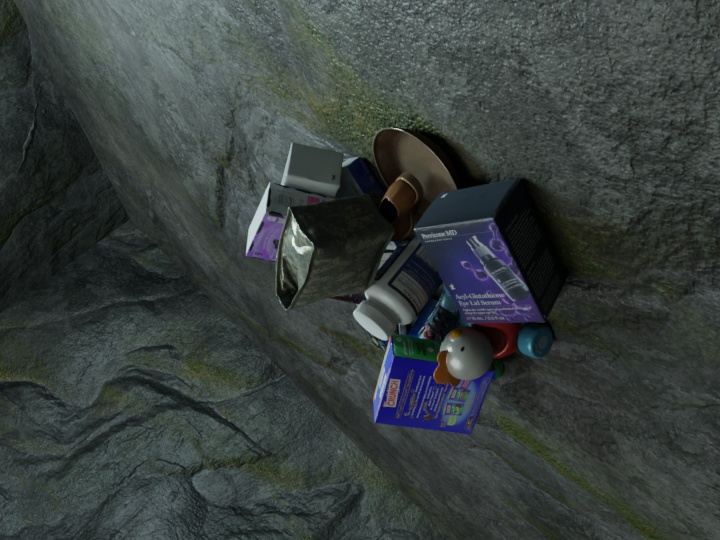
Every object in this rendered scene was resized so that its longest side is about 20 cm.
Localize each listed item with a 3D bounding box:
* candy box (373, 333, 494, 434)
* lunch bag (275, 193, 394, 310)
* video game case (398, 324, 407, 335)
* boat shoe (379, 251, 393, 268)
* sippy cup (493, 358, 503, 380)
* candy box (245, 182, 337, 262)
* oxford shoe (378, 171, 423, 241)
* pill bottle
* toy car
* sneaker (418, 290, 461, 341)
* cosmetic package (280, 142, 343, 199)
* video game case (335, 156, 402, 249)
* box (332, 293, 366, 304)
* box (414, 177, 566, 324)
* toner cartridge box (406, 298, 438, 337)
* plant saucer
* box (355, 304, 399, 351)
[{"bbox_3d":[0.137,0.223,1.321,0.077,0.200,0.169,-97,18,-59],"label":"candy box"},{"bbox_3d":[-0.055,-0.021,1.179,0.118,0.164,0.200,56,143,31],"label":"lunch bag"},{"bbox_3d":[0.100,0.104,1.502,0.019,0.143,0.200,3,147,7],"label":"video game case"},{"bbox_3d":[0.000,0.000,1.450,0.072,0.200,0.069,-21,-75,-83],"label":"boat shoe"},{"bbox_3d":[0.214,0.217,1.458,0.140,0.130,0.178,38,157,26],"label":"sippy cup"},{"bbox_3d":[-0.104,-0.075,1.313,0.200,0.072,0.168,12,149,-17],"label":"candy box"},{"bbox_3d":[0.055,-0.099,1.206,0.071,0.071,0.200,42,161,14],"label":"oxford shoe"},{"bbox_3d":[0.079,0.031,1.282,0.111,0.200,0.111,36,162,13],"label":"pill bottle"},{"bbox_3d":[0.198,0.117,1.208,0.184,0.200,0.177,20,145,52],"label":"toy car"},{"bbox_3d":[0.164,0.121,1.349,0.079,0.095,0.200,28,116,31],"label":"sneaker"},{"bbox_3d":[-0.103,-0.164,1.319,0.101,0.071,0.200,10,161,-10],"label":"cosmetic package"},{"bbox_3d":[-0.005,-0.135,1.398,0.200,0.045,0.181,57,157,-20],"label":"video game case"},{"bbox_3d":[-0.065,0.031,1.518,0.200,0.040,0.137,14,-172,-35],"label":"box"},{"bbox_3d":[0.200,-0.025,1.038,0.148,0.104,0.200,-7,125,45],"label":"box"},{"bbox_3d":[0.121,0.165,1.449,0.043,0.200,0.095,24,152,21],"label":"toner cartridge box"},{"bbox_3d":[0.103,-0.163,1.141,0.200,0.037,0.200,40,158,20],"label":"plant saucer"},{"bbox_3d":[0.071,0.149,1.751,0.159,0.046,0.200,29,152,43],"label":"box"}]
